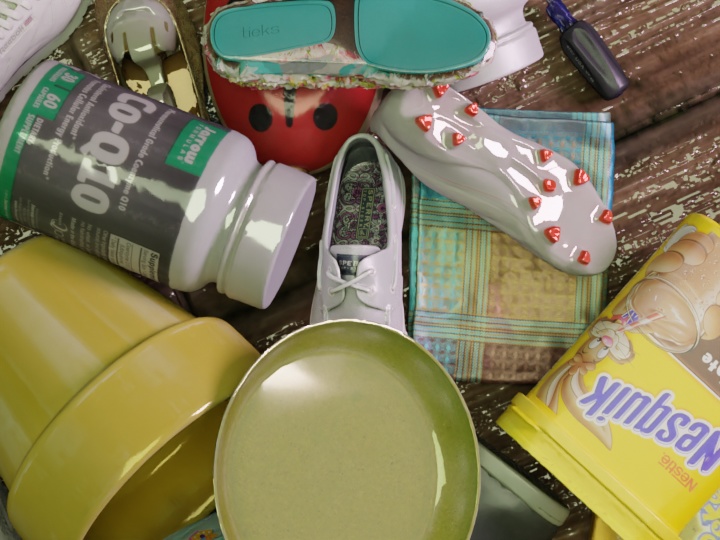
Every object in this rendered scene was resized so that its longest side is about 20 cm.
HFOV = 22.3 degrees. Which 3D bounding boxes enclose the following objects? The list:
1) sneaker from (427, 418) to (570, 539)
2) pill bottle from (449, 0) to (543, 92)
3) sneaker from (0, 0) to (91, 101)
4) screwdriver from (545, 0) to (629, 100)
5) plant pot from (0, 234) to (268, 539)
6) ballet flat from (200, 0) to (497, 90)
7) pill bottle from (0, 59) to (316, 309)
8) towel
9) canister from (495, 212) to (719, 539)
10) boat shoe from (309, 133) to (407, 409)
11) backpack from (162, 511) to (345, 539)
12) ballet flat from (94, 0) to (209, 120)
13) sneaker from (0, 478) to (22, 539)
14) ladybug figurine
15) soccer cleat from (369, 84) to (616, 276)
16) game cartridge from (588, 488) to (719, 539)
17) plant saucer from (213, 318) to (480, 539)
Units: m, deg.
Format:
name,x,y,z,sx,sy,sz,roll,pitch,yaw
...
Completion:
name,x,y,z,sx,sy,sz,roll,pitch,yaw
sneaker,0.038,0.149,1.282,0.200,0.075,0.106,37,92,6
pill bottle,0.054,-0.229,1.265,0.112,0.113,0.201,-20,100,1
sneaker,-0.254,-0.179,1.297,0.076,0.081,0.200,34,88,4
screwdriver,0.128,-0.206,1.318,0.028,0.029,0.200,-36,83,0
plant pot,-0.181,0.082,1.243,0.201,0.201,0.189,-45,72,0
ballet flat,-0.006,-0.152,1.222,0.199,0.064,0.076,4,77,8
pill bottle,-0.138,-0.054,1.216,0.199,0.113,0.114,21,89,4
towel,0.107,-0.018,1.312,0.146,0.022,0.201,2,89,2
canister,0.212,0.079,1.249,0.148,0.087,0.200,42,89,4
boat shoe,0.000,0.000,1.257,0.072,0.069,0.201,4,66,15
backpack,-0.069,0.222,1.229,0.199,0.126,0.168,-16,83,-31
ballet flat,-0.143,-0.134,1.300,0.070,0.065,0.201,-20,88,1
sneaker,-0.334,0.155,1.300,0.112,0.078,0.200,-46,77,4
ladybug figurine,-0.046,-0.163,1.294,0.135,0.072,0.201,-3,89,1
soccer cleat,0.095,-0.065,1.275,0.200,0.077,0.069,37,69,-17
game cartridge,0.268,0.162,1.297,0.199,0.032,0.177,9,89,1
plant saucer,-0.012,0.132,1.184,0.199,0.031,0.201,3,84,-30
